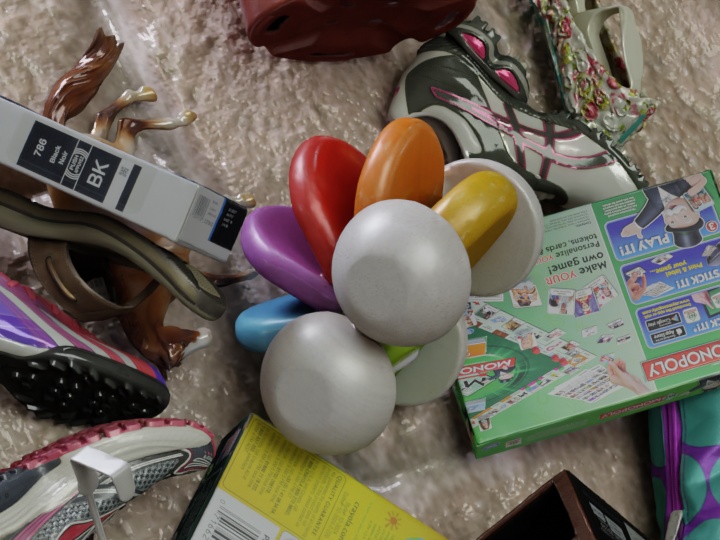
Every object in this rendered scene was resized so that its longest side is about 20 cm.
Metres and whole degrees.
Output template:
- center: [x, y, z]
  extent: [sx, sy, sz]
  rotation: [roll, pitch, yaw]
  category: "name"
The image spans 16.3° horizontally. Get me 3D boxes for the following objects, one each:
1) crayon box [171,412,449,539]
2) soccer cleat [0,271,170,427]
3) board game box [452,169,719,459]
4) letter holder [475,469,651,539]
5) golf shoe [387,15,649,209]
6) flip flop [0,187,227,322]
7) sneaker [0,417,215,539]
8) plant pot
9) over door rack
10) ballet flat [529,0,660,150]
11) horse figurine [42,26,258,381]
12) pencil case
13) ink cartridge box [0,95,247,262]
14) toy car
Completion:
- center: [-0.015, 0.191, 1.449]
  extent: [0.199, 0.051, 0.127]
  rotation: [34, 55, -9]
  category: "crayon box"
- center: [-0.198, 0.032, 1.421]
  extent: [0.199, 0.068, 0.074]
  rotation: [18, 52, -18]
  category: "soccer cleat"
- center: [0.147, 0.026, 1.573]
  extent: [0.198, 0.029, 0.136]
  rotation: [-15, 68, -5]
  category: "board game box"
- center: [0.135, 0.234, 1.457]
  extent: [0.200, 0.142, 0.101]
  rotation: [40, 18, -38]
  category: "letter holder"
- center: [0.107, -0.072, 1.644]
  extent: [0.200, 0.077, 0.088]
  rotation: [40, 72, -1]
  category: "golf shoe"
- center: [-0.162, -0.003, 1.416]
  extent: [0.199, 0.081, 0.058]
  rotation: [18, 83, 23]
  category: "flip flop"
- center: [-0.167, 0.135, 1.385]
  extent: [0.199, 0.080, 0.075]
  rotation: [-24, 96, -28]
  category: "sneaker"
- center: [-0.013, -0.248, 1.591]
  extent: [0.199, 0.200, 0.197]
  rotation: [-2, 76, -29]
  category: "plant pot"
- center: [-0.180, 0.194, 1.287]
  extent: [0.066, 0.201, 0.148]
  rotation: [28, 48, 30]
  category: "over door rack"
- center: [0.154, -0.175, 1.707]
  extent: [0.075, 0.064, 0.201]
  rotation: [6, 60, -54]
  category: "ballet flat"
- center: [-0.133, -0.041, 1.500]
  extent: [0.132, 0.050, 0.201]
  rotation: [-32, 89, -40]
  category: "horse figurine"
- center: [0.219, 0.114, 1.594]
  extent: [0.092, 0.085, 0.202]
  rotation: [18, 58, -37]
  category: "pencil case"
- center: [-0.168, -0.063, 1.414]
  extent: [0.199, 0.099, 0.039]
  rotation: [23, 90, 14]
  category: "ink cartridge box"
- center: [0.000, 0.000, 1.467]
  extent: [0.150, 0.201, 0.175]
  rotation: [39, 26, 11]
  category: "toy car"
